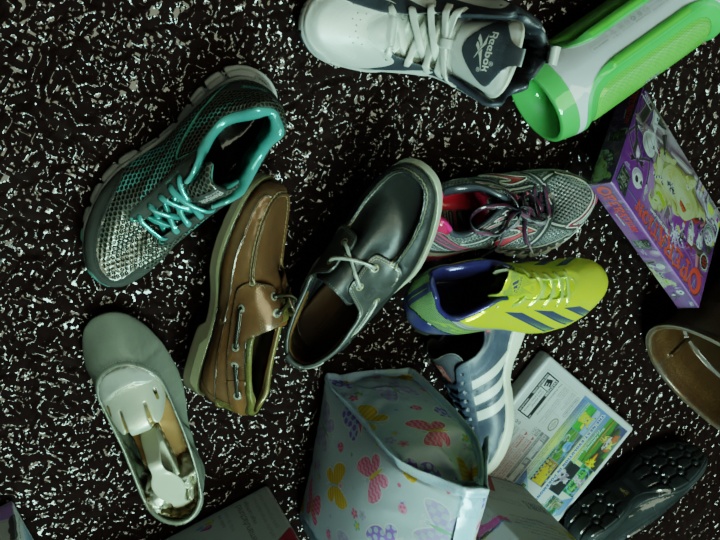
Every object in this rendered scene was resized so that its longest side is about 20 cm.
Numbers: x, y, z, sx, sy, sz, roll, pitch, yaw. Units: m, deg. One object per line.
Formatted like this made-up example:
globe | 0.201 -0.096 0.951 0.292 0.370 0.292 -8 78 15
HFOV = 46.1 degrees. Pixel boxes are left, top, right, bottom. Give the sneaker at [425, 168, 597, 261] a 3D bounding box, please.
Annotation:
sneaker | 0.127 -0.048 0.744 0.199 0.075 0.081 -13 85 -22

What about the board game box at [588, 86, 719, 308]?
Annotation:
board game box | 0.295 -0.067 0.830 0.200 0.032 0.120 43 63 -33

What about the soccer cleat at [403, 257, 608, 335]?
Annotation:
soccer cleat | 0.136 0.019 0.738 0.199 0.084 0.065 -6 70 -16

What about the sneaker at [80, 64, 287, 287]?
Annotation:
sneaker | -0.129 -0.064 0.618 0.078 0.091 0.200 38 92 -32

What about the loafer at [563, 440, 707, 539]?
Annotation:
loafer | 0.324 0.269 1.004 0.200 0.068 0.071 -27 140 -16

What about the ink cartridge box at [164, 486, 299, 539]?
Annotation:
ink cartridge box | -0.135 0.301 0.740 0.200 0.148 0.086 -24 120 -16

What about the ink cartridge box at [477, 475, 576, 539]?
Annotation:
ink cartridge box | 0.161 0.280 0.817 0.116 0.200 0.068 24 99 -31

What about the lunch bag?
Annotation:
lunch bag | 0.039 0.206 0.753 0.127 0.200 0.170 1 110 -26

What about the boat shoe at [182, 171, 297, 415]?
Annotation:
boat shoe | -0.081 0.023 0.679 0.072 0.068 0.201 -29 141 -58

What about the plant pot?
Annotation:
plant pot | 0.451 0.064 0.906 0.198 0.200 0.200 -43 123 -11

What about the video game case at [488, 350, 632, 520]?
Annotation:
video game case | 0.190 0.209 0.934 0.182 0.022 0.200 38 91 -33

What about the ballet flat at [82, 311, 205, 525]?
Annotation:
ballet flat | -0.171 0.126 0.693 0.067 0.064 0.200 -17 119 -4

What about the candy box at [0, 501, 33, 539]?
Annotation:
candy box | -0.328 0.316 0.698 0.167 0.072 0.201 -22 120 -16

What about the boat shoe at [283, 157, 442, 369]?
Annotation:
boat shoe | 0.000 0.000 0.686 0.072 0.068 0.200 38 116 9

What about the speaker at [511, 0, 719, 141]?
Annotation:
speaker | 0.230 -0.198 0.739 0.200 0.088 0.089 -35 122 -8

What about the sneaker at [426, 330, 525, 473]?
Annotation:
sneaker | 0.101 0.105 0.818 0.084 0.075 0.201 0 102 -28

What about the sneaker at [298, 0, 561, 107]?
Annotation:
sneaker | 0.063 -0.175 0.640 0.199 0.130 0.080 6 108 -28
